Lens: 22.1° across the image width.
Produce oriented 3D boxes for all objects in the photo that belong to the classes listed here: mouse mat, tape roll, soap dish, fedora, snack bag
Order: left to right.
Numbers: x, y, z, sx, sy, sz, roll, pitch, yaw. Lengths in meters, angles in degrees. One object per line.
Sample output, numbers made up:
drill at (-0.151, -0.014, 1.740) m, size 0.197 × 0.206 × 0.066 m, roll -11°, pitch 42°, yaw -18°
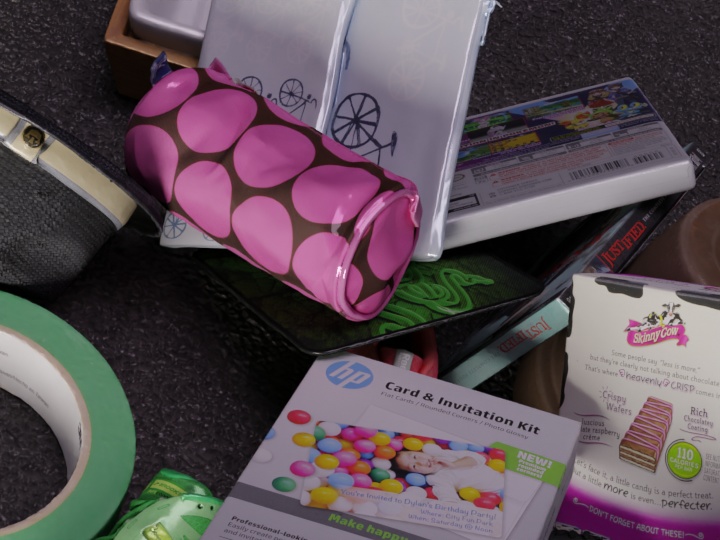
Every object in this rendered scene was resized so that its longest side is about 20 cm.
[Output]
tape roll at (-0.224, 0.096, 1.007) m, size 0.198 × 0.048 × 0.202 m, roll 12°, pitch 47°, yaw -13°
fedora at (-0.219, -0.046, 1.092) m, size 0.199 × 0.201 × 0.092 m, roll 30°, pitch 81°, yaw 5°
soap dish at (-0.071, -0.165, 1.288) m, size 0.198 × 0.082 × 0.158 m, roll 17°, pitch 45°, yaw -7°
snack bag at (-0.022, -0.096, 1.149) m, size 0.198 × 0.021 × 0.191 m, roll 6°, pitch 75°, yaw 25°
mouse mat at (0.000, 0.000, 1.133) m, size 0.159 × 0.008 × 0.200 m, roll -14°, pitch 25°, yaw -22°

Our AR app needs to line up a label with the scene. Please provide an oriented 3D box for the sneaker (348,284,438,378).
sneaker at (0.007, 0.089, 1.083) m, size 0.073 × 0.087 × 0.201 m, roll 15°, pitch 45°, yaw -8°

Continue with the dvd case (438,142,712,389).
dvd case at (0.133, 0.002, 1.177) m, size 0.022 × 0.146 × 0.200 m, roll 48°, pitch 47°, yaw -4°

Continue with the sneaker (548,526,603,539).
sneaker at (0.107, 0.176, 1.020) m, size 0.075 × 0.079 × 0.200 m, roll 40°, pitch 4°, yaw -47°

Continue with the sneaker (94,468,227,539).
sneaker at (-0.113, 0.148, 0.962) m, size 0.074 × 0.085 × 0.199 m, roll 2°, pitch 9°, yaw 44°

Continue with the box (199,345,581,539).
box at (0.019, 0.124, 0.952) m, size 0.154 × 0.042 × 0.200 m, roll 16°, pitch 31°, yaw 12°

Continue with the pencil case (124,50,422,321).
pencil case at (-0.050, -0.052, 1.084) m, size 0.199 × 0.091 × 0.094 m, roll 33°, pitch 66°, yaw 31°

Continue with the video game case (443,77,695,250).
video game case at (0.102, -0.068, 1.204) m, size 0.198 × 0.023 × 0.183 m, roll -14°, pitch 23°, yaw 2°

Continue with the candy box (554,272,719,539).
candy box at (0.176, 0.109, 1.027) m, size 0.061 × 0.202 × 0.136 m, roll 0°, pitch 8°, yaw -43°

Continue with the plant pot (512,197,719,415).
plant pot at (0.213, 0.053, 1.142) m, size 0.198 × 0.175 × 0.202 m, roll 11°, pitch 46°, yaw -12°
